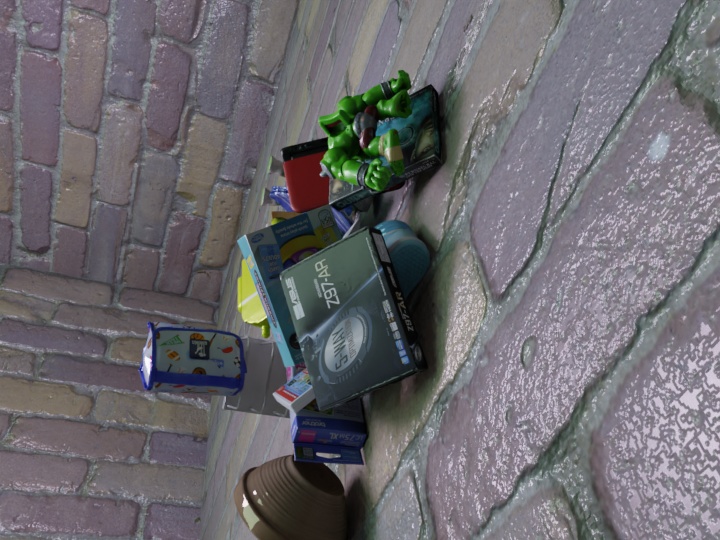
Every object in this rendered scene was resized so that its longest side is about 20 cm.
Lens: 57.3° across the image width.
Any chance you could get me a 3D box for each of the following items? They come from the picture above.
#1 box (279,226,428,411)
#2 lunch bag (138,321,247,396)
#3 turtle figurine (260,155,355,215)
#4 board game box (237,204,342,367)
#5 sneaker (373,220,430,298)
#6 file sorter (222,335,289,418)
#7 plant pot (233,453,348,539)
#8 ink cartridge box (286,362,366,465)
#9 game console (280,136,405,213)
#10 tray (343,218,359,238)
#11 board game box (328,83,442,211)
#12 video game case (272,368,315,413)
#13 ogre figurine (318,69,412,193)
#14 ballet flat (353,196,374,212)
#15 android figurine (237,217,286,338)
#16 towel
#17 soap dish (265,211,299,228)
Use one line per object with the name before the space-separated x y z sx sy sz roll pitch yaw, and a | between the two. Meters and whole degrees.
box | -0.013 0.066 0.897 0.158 0.043 0.205 -25 75 24
lunch bag | -0.302 0.163 1.181 0.199 0.166 0.127 -159 78 -68
turtle figurine | -0.105 -0.170 1.367 0.145 0.189 0.204 117 160 -46
board game box | -0.080 0.021 1.003 0.047 0.148 0.204 -19 93 62
sneaker | 0.021 0.013 0.984 0.200 0.079 0.131 -47 24 17
file sorter | -0.144 0.208 1.250 0.124 0.195 0.143 162 118 -66
plant pot | -0.087 0.349 1.006 0.094 0.199 0.201 -55 20 6
ink cartridge box | -0.057 0.224 1.076 0.202 0.116 0.043 -102 27 -52
game console | -0.032 -0.174 1.151 0.172 0.195 0.122 -145 42 -87
tray | -0.059 0.010 1.106 0.202 0.022 0.107 -58 7 -21
board game box | 0.035 -0.187 1.015 0.197 0.028 0.138 -21 55 32
video game case | -0.040 0.143 1.015 0.198 0.018 0.143 -36 7 -17
ogre figurine | 0.007 -0.203 0.961 0.117 0.098 0.206 -1 79 27
ballet flat | 0.003 -0.198 1.245 0.203 0.070 0.073 -96 24 -44
android figurine | -0.152 0.014 1.120 0.181 0.041 0.204 -34 50 32
towel | -0.078 -0.097 1.222 0.198 0.145 0.024 15 63 51
soap dish | -0.100 -0.003 1.250 0.201 0.080 0.160 57 -165 -54
